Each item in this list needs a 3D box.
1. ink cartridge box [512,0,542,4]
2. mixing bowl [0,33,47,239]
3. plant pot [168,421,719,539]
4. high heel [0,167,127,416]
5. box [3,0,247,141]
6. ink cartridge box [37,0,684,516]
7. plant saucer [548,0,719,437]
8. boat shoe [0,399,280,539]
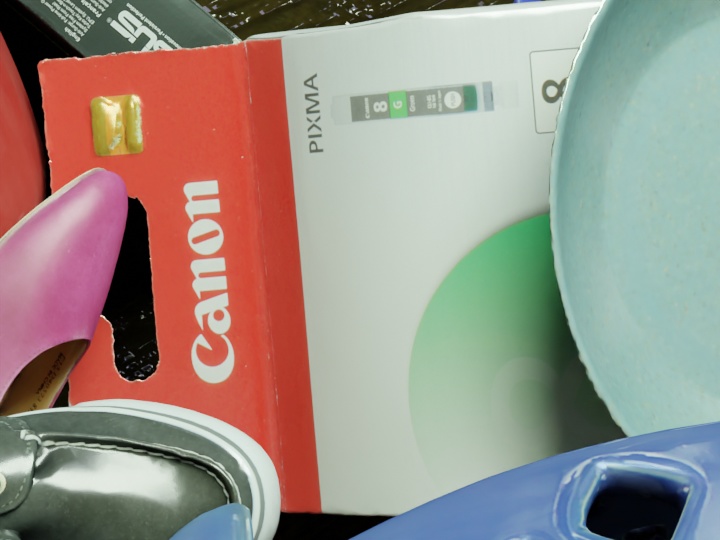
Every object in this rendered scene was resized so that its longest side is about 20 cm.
[{"bbox_3d":[0.121,-0.035,1.009,0.200,0.076,0.137,9,45,-13],"label":"ink cartridge box"},{"bbox_3d":[-0.179,-0.018,0.805,0.108,0.200,0.200,46,40,-19],"label":"mixing bowl"},{"bbox_3d":[0.030,0.167,0.545,0.180,0.200,0.200,0,48,-7],"label":"plant pot"},{"bbox_3d":[-0.103,0.071,0.749,0.096,0.067,0.200,30,86,15],"label":"high heel"},{"bbox_3d":[-0.102,-0.102,0.910,0.200,0.048,0.193,41,1,16],"label":"box"},{"bbox_3d":[0.000,0.000,0.769,0.200,0.161,0.050,-5,3,0],"label":"ink cartridge box"},{"bbox_3d":[0.134,-0.020,0.744,0.201,0.039,0.201,0,89,-28],"label":"plant saucer"},{"bbox_3d":[-0.125,0.075,0.697,0.200,0.057,0.069,-3,87,6],"label":"boat shoe"}]
